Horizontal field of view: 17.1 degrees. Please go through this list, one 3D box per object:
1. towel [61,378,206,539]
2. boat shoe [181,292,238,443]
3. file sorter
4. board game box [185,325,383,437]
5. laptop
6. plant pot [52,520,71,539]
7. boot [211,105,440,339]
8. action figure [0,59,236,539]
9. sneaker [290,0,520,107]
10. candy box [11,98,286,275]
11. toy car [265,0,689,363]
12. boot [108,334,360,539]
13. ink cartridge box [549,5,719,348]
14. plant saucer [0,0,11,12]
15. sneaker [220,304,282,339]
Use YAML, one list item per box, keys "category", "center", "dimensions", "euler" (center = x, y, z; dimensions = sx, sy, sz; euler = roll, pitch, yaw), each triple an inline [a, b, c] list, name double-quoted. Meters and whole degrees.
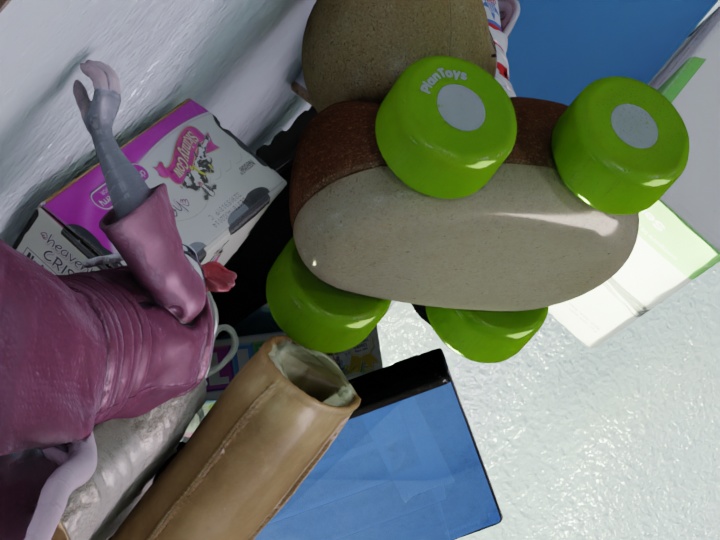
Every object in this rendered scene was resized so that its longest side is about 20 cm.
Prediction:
- category: "towel"
  center: [-0.138, 0.123, 1.075]
  dimensions: [0.133, 0.034, 0.200]
  euler: [-49, 177, -33]
- category: "boat shoe"
  center: [-0.105, 0.047, 1.197]
  dimensions: [0.075, 0.086, 0.202]
  euler: [-45, 174, -42]
- category: "file sorter"
  center: [0.120, -0.166, 1.350]
  dimensions: [0.200, 0.139, 0.123]
  euler: [-50, 179, 2]
- category: "board game box"
  center: [-0.063, 0.074, 1.396]
  dimensions: [0.133, 0.035, 0.200]
  euler: [-7, 167, -8]
- category: "laptop"
  center: [-0.024, 0.128, 1.277]
  dimensions: [0.186, 0.117, 0.200]
  euler: [-21, -177, 2]
- category: "plant pot"
  center: [-0.195, 0.187, 0.888]
  dimensions: [0.199, 0.188, 0.186]
  euler: [-18, 176, 3]
- category: "boot"
  center: [0.000, -0.001, 1.275]
  dimensions: [0.211, 0.158, 0.079]
  euler: [-43, 161, -4]
- category: "action figure"
  center: [-0.096, 0.026, 0.815]
  dimensions: [0.199, 0.149, 0.134]
  euler: [-19, 145, -53]
- category: "sneaker"
  center: [0.063, -0.089, 1.188]
  dimensions: [0.113, 0.200, 0.071]
  euler: [-54, 146, 1]
- category: "candy box"
  center: [-0.129, 0.034, 1.019]
  dimensions: [0.200, 0.061, 0.136]
  euler: [-51, 177, 31]
- category: "toy car"
  center: [0.036, -0.086, 1.065]
  dimensions: [0.164, 0.157, 0.201]
  euler: [128, -40, -52]
- category: "boot"
  center: [-0.071, 0.120, 1.112]
  dimensions: [0.200, 0.066, 0.175]
  euler: [-52, 176, 9]
- category: "ink cartridge box"
  center: [0.173, -0.056, 1.328]
  dimensions: [0.146, 0.084, 0.200]
  euler: [-50, -178, -22]
- category: "plant saucer"
  center: [-0.102, -0.084, 0.501]
  dimensions: [0.200, 0.032, 0.200]
  euler: [-50, 176, -4]
- category: "sneaker"
  center: [-0.059, 0.013, 1.441]
  dimensions: [0.200, 0.076, 0.081]
  euler: [148, -40, -70]
